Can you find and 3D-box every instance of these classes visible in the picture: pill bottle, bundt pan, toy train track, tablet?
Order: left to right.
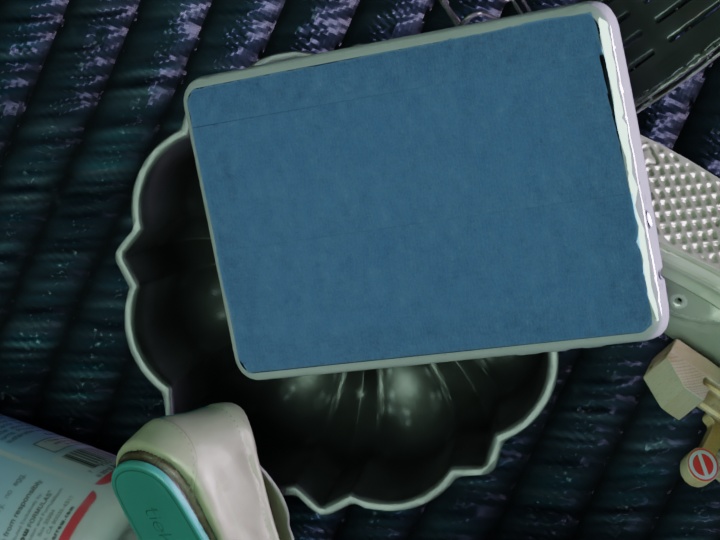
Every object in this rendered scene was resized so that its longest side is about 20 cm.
[{"bbox_3d":[-0.181,0.116,0.983,0.199,0.109,0.110,17,103,25],"label":"pill bottle"},{"bbox_3d":[0.000,0.000,0.952,0.200,0.076,0.204,2,100,13],"label":"bundt pan"},{"bbox_3d":[0.022,-0.027,0.868,0.199,0.014,0.131,-7,97,32],"label":"tablet"},{"bbox_3d":[0.195,0.098,0.855,0.199,0.115,0.033,34,61,-2],"label":"toy train track"}]

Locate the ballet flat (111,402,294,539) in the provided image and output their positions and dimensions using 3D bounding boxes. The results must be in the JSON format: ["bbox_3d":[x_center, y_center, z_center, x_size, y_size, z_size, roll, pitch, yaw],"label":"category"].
[{"bbox_3d":[-0.043,0.146,0.928,0.069,0.070,0.201,-13,110,14],"label":"ballet flat"}]

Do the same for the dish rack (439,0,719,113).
[{"bbox_3d":[0.077,-0.157,0.888,0.153,0.054,0.201,-36,65,15],"label":"dish rack"}]

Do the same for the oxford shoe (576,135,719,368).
[{"bbox_3d":[0.159,0.017,0.873,0.199,0.075,0.058,33,139,-1],"label":"oxford shoe"}]
